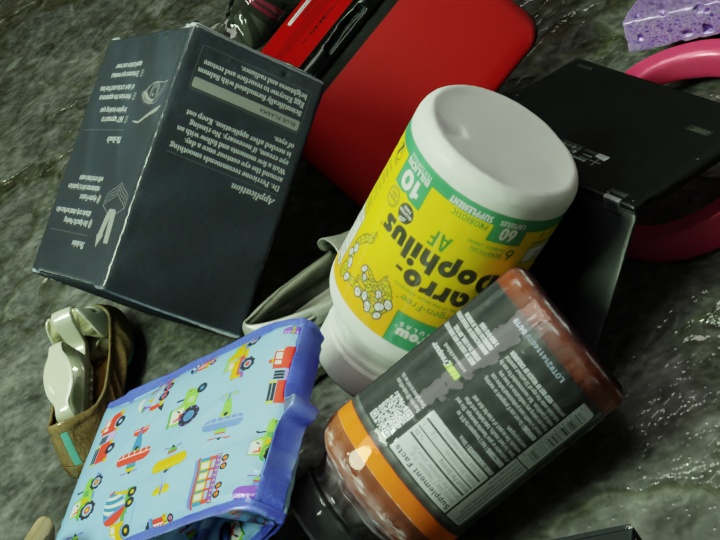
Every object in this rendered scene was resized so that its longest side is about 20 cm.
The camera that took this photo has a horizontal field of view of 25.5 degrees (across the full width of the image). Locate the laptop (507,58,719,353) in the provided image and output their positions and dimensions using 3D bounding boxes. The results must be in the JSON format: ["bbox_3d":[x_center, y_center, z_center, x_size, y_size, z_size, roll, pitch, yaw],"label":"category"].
[{"bbox_3d":[0.147,-0.034,1.078,0.199,0.117,0.187,-31,35,-24],"label":"laptop"}]

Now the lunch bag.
[{"bbox_3d":[-0.095,0.121,1.002,0.200,0.094,0.151,-37,26,39],"label":"lunch bag"}]

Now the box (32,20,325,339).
[{"bbox_3d":[-0.143,-0.068,1.202,0.196,0.117,0.202,10,80,64],"label":"box"}]

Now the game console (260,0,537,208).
[{"bbox_3d":[0.015,-0.169,1.286,0.200,0.118,0.172,-50,27,2],"label":"game console"}]

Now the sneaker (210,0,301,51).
[{"bbox_3d":[-0.095,-0.262,1.526,0.199,0.084,0.077,-37,35,-6],"label":"sneaker"}]

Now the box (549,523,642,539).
[{"bbox_3d":[0.074,0.238,0.830,0.160,0.049,0.201,-18,37,28],"label":"box"}]

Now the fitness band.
[{"bbox_3d":[0.229,-0.087,1.111,0.142,0.038,0.201,-8,43,27],"label":"fitness band"}]

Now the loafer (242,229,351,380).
[{"bbox_3d":[0.000,0.000,1.151,0.200,0.070,0.070,-43,36,-14],"label":"loafer"}]

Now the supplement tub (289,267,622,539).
[{"bbox_3d":[0.052,0.097,0.954,0.200,0.107,0.107,-39,35,6],"label":"supplement tub"}]

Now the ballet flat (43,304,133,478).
[{"bbox_3d":[-0.217,0.074,1.230,0.067,0.073,0.201,-23,36,13],"label":"ballet flat"}]

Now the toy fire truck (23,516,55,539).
[{"bbox_3d":[-0.199,0.237,0.893,0.176,0.128,0.202,-44,58,51],"label":"toy fire truck"}]

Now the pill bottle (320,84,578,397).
[{"bbox_3d":[0.047,-0.008,1.020,0.113,0.112,0.201,-91,25,-51],"label":"pill bottle"}]

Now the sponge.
[{"bbox_3d":[0.304,-0.212,1.177,0.199,0.030,0.112,-7,25,32],"label":"sponge"}]
